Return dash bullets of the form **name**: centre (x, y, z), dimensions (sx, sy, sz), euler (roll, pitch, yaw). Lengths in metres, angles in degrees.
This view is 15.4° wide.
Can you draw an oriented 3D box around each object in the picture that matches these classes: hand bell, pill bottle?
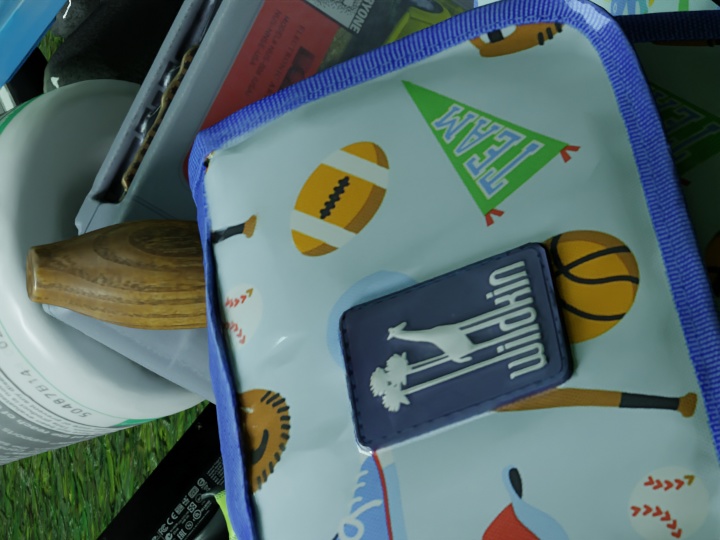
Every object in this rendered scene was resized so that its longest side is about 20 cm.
- **hand bell**: centre (0.000, 0.000, 0.796), dimensions (0.104, 0.199, 0.105), euler (-179, 90, -73)
- **pill bottle**: centre (-0.134, 0.012, 0.921), dimensions (0.200, 0.113, 0.114), euler (-19, 70, 46)

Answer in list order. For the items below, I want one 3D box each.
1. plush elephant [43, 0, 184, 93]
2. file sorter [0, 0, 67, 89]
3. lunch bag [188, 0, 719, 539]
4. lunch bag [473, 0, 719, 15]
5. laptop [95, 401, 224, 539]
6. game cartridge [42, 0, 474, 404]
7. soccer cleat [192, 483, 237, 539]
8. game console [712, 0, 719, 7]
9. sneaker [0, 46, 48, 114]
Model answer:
- **plush elephant**: centre (-0.044, -0.095, 1.016), dimensions (0.155, 0.164, 0.201), euler (114, 157, -60)
- **file sorter**: centre (-0.148, -0.168, 0.953), dimensions (0.139, 0.123, 0.200), euler (-52, 19, 0)
- **lunch bag**: centre (0.070, 0.034, 0.562), dimensions (0.124, 0.199, 0.171), euler (105, 158, -52)
- **lunch bag**: centre (0.093, -0.097, 0.693), dimensions (0.200, 0.082, 0.161), euler (111, 152, -49)
- **laptop**: centre (-0.040, 0.116, 1.066), dimensions (0.187, 0.116, 0.200), euler (-51, 51, 2)
- **game cartridge**: centre (-0.002, -0.047, 0.846), dimensions (0.041, 0.133, 0.201), euler (13, 75, 57)
- **soccer cleat**: centre (-0.001, 0.081, 0.906), dimensions (0.200, 0.081, 0.068), euler (-41, 49, 30)
- **game console**: centre (0.117, -0.152, 0.550), dimensions (0.200, 0.176, 0.117), euler (49, 171, 51)
- **sneaker**: centre (-0.144, 0.003, 1.034), dimensions (0.072, 0.082, 0.201), euler (-114, 17, -46)
